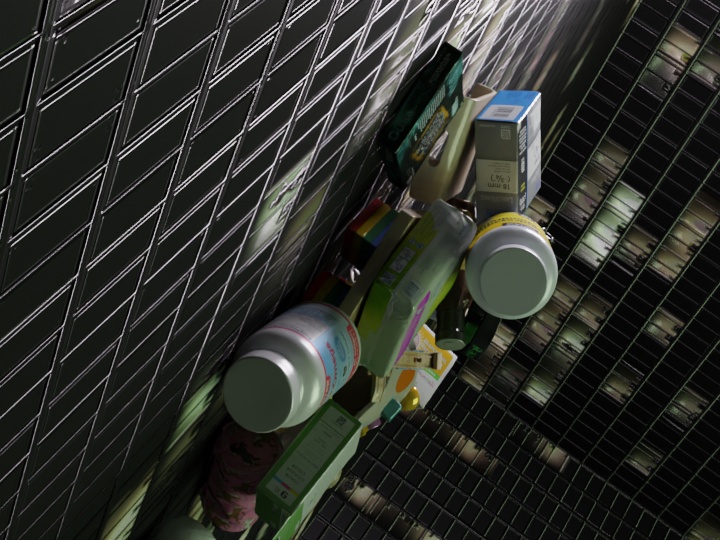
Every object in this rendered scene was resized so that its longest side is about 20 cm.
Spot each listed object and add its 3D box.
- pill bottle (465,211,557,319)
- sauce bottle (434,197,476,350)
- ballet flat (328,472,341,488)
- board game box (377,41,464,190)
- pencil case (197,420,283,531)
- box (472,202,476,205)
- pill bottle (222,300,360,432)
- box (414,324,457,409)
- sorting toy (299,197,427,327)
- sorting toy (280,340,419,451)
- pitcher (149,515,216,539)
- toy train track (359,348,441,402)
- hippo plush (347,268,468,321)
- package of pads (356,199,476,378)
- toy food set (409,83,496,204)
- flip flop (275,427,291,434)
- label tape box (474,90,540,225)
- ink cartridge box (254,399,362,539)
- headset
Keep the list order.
[{"bbox_3d":[0.183,-0.004,1.671,0.113,0.111,0.200,-57,-178,10],"label":"pill bottle"},{"bbox_3d":[0.122,0.005,1.818,0.066,0.065,0.203,110,-15,-61],"label":"sauce bottle"},{"bbox_3d":[-0.120,0.271,1.872,0.075,0.198,0.069,24,63,-53],"label":"ballet flat"},{"bbox_3d":[0.073,-0.175,1.591,0.136,0.028,0.200,-56,172,-5],"label":"board game box"},{"bbox_3d":[-0.154,0.262,1.753,0.086,0.083,0.201,-31,160,-29],"label":"pencil case"},{"bbox_3d":[0.098,-0.018,2.080,0.159,0.044,0.200,-31,-173,32],"label":"box"},{"bbox_3d":[-0.077,0.107,1.514,0.110,0.108,0.200,-59,172,21],"label":"pill bottle"},{"bbox_3d":[0.039,0.142,2.099,0.102,0.112,0.199,-52,-163,-24],"label":"box"},{"bbox_3d":[0.000,0.000,1.698,0.201,0.069,0.199,-57,172,7],"label":"sorting toy"},{"bbox_3d":[-0.024,0.192,1.870,0.198,0.108,0.180,-19,-168,34],"label":"sorting toy"},{"bbox_3d":[-0.262,0.406,1.622,0.171,0.121,0.201,-43,-170,28],"label":"pitcher"},{"bbox_3d":[0.060,0.118,1.822,0.199,0.032,0.117,8,85,-55],"label":"toy train track"},{"bbox_3d":[0.042,0.013,1.903,0.198,0.162,0.160,-12,176,33],"label":"hippo plush"},{"bbox_3d":[0.063,0.022,1.669,0.155,0.068,0.201,-52,171,-29],"label":"package of pads"},{"bbox_3d":[0.118,-0.173,1.818,0.200,0.060,0.145,-37,148,-71],"label":"toy food set"},{"bbox_3d":[-0.105,0.177,1.807,0.081,0.057,0.201,-46,167,-52],"label":"flip flop"},{"bbox_3d":[0.197,-0.122,1.821,0.144,0.062,0.203,-50,141,-60],"label":"label tape box"},{"bbox_3d":[-0.080,0.263,1.687,0.201,0.059,0.104,-51,168,-24],"label":"ink cartridge box"},{"bbox_3d":[0.193,0.028,1.849,0.124,0.093,0.203,132,-21,-74],"label":"headset"}]
